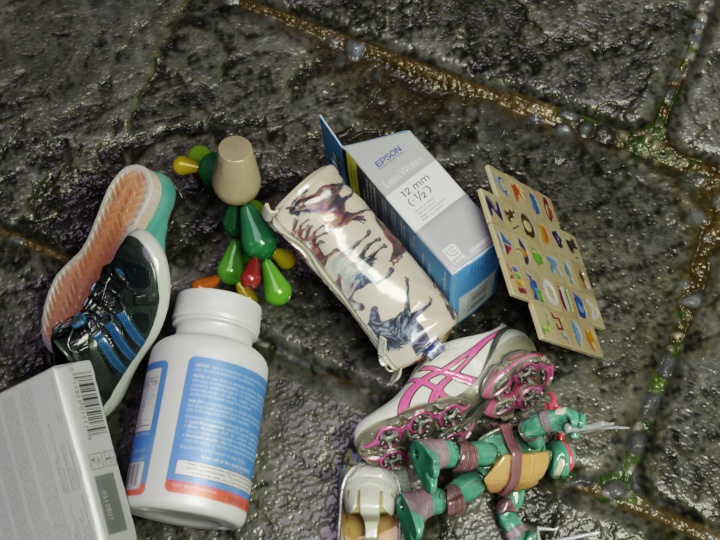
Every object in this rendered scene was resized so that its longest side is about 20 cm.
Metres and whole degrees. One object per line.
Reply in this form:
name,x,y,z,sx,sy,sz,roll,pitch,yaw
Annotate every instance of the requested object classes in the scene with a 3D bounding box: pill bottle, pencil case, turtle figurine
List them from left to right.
pill bottle,-0.143,0.124,1.042,0.111,0.112,0.203,6,70,6
pencil case,0.000,0.000,1.030,0.200,0.078,0.089,50,52,-4
turtle figurine,0.133,0.180,1.011,0.198,0.101,0.152,-4,109,-22

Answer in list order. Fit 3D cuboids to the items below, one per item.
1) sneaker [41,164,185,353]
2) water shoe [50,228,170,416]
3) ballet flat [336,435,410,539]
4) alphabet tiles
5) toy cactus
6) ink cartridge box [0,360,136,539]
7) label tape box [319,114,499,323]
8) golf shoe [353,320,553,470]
sneaker,-0.234,-0.002,1.124,0.071,0.080,0.201,34,95,31
water shoe,-0.234,0.057,1.040,0.071,0.078,0.202,37,115,31
ballet flat,0.010,0.233,1.014,0.071,0.072,0.203,1,68,4
alphabet tiles,0.167,-0.006,1.042,0.006,0.199,0.168,-27,66,27
toy cactus,-0.125,-0.062,1.087,0.101,0.166,0.202,-13,58,-13
ink cartridge box,-0.296,0.187,1.023,0.199,0.057,0.164,-25,79,36
label tape box,0.047,-0.059,1.085,0.066,0.144,0.201,-34,70,-9
golf shoe,0.075,0.113,1.056,0.198,0.073,0.092,-24,42,-19
